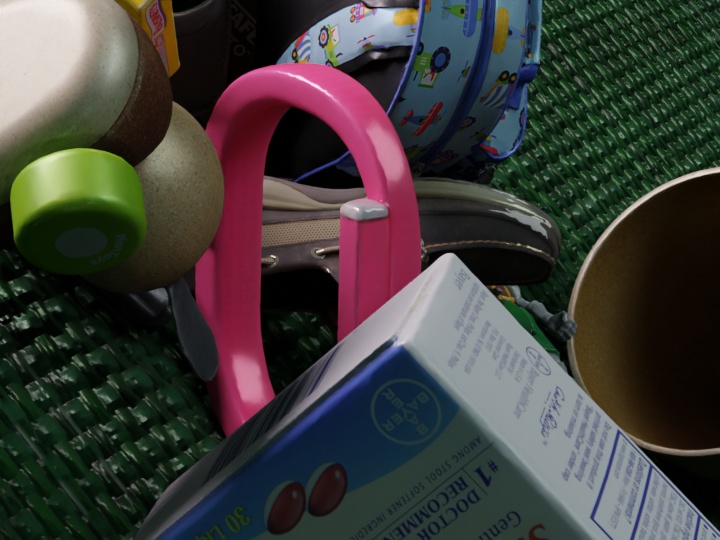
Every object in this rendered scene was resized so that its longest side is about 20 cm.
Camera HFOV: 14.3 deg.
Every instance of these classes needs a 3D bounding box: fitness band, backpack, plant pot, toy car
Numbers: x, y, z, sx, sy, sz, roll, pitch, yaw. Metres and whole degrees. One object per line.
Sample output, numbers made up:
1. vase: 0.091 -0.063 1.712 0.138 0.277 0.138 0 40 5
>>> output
1. fitness band: -0.029 0.005 1.327 0.037 0.200 0.144 -9 21 -35
2. backpack: 0.026 -0.130 1.457 0.134 0.200 0.183 8 76 -22
3. plant pot: 0.252 0.062 1.774 0.200 0.186 0.187 41 21 -52
4. toy car: -0.126 -0.033 1.278 0.200 0.158 0.164 42 31 -51

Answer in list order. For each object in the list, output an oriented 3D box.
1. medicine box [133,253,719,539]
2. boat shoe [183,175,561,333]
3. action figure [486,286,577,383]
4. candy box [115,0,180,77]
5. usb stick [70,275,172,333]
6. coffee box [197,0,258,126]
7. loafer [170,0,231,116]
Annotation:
1. medicine box: 0.032 0.131 1.240 0.200 0.182 0.103 46 24 -7
2. boat shoe: 0.000 0.000 1.437 0.075 0.200 0.073 85 7 -64
3. action figure: 0.074 0.035 1.486 0.118 0.055 0.200 16 32 -45
4. candy box: -0.166 -0.170 1.350 0.200 0.026 0.102 40 -16 12
5. usb stick: -0.163 -0.046 1.351 0.200 0.033 0.055 42 18 -18
6. coffee box: -0.066 -0.166 1.643 0.113 0.080 0.200 47 23 -9
7. loafer: -0.101 -0.147 1.476 0.200 0.070 0.070 76 -10 -48
